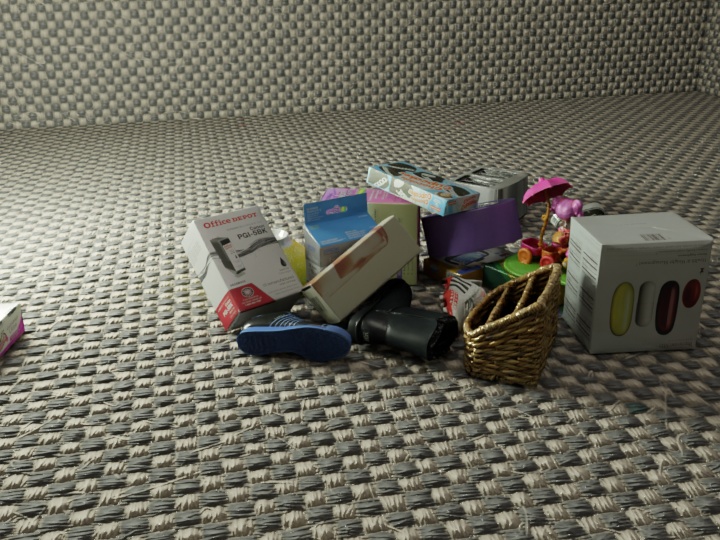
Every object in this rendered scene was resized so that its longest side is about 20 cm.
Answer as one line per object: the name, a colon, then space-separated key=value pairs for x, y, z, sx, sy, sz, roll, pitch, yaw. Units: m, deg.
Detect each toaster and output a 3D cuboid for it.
toaster: x=0.311 y=-0.174 z=1.917 sx=0.200 sy=0.119 sz=0.181 roll=15 pitch=28 yaw=34

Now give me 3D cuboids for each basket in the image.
basket: x=0.244 y=0.074 z=1.273 sx=0.142 sy=0.149 sz=0.200 roll=8 pitch=25 yaw=21

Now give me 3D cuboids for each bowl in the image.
bowl: x=-0.183 y=-0.022 z=1.578 sx=0.200 sy=0.108 sz=0.200 roll=-1 pitch=23 yaw=0

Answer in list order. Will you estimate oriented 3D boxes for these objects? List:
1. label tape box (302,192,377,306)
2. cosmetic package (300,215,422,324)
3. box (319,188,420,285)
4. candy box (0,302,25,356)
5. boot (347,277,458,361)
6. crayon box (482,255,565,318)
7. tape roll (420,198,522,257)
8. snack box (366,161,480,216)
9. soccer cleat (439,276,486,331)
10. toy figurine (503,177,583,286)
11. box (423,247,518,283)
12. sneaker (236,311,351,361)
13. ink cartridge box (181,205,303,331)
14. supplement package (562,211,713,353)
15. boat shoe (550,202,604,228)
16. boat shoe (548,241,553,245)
label tape box: x=-0.030 y=-0.035 z=1.478 sx=0.144 sy=0.200 sz=0.063 roll=-14 pitch=25 yaw=-29
cosmetic package: x=0.000 y=0.000 z=1.393 sx=0.200 sy=0.087 sz=0.103 roll=-40 pitch=3 yaw=-17
box: x=0.023 y=-0.071 z=1.597 sx=0.199 sy=0.176 sz=0.097 roll=1 pitch=23 yaw=7
candy box: x=-0.706 y=0.109 z=1.335 sx=0.199 sy=0.061 sz=0.136 roll=-1 pitch=22 yaw=2
boot: x=0.095 y=0.085 z=1.343 sx=0.168 sy=0.077 sz=0.200 roll=10 pitch=27 yaw=27
crayon box: x=0.353 y=0.024 z=1.518 sx=0.126 sy=0.052 sz=0.200 roll=-15 pitch=27 yaw=-31
tape roll: x=0.231 y=-0.090 z=1.618 sx=0.199 sy=0.085 sz=0.200 roll=-13 pitch=6 yaw=1
snack box: x=0.124 y=-0.166 z=1.547 sx=0.200 sy=0.037 sz=0.116 roll=28 pitch=29 yaw=33
soccer cleat: x=0.190 y=0.058 z=1.423 sx=0.085 sy=0.069 sz=0.200 roll=-2 pitch=17 yaw=8
toy figurine: x=0.371 y=-0.082 z=1.466 sx=0.150 sy=0.185 sz=0.200 roll=-17 pitch=27 yaw=-34
box: x=0.245 y=-0.015 z=1.634 sx=0.200 sy=0.042 sz=0.119 roll=-18 pitch=28 yaw=-31
sneaker: x=-0.107 y=0.104 z=1.315 sx=0.199 sy=0.070 sz=0.078 roll=3 pitch=29 yaw=12
ink cartridge box: x=-0.218 y=-0.008 z=1.432 sx=0.147 sy=0.083 sz=0.200 roll=-19 pitch=70 yaw=-36
supplement package: x=0.468 y=0.019 z=1.331 sx=0.191 sy=0.200 sz=0.147 roll=-3 pitch=23 yaw=-4
boat shoe: x=0.528 y=-0.113 z=1.842 sx=0.200 sy=0.071 sz=0.064 roll=-11 pitch=55 yaw=-42
boat shoe: x=0.491 y=-0.030 z=1.618 sx=0.201 sy=0.072 sz=0.061 roll=2 pitch=18 yaw=0
